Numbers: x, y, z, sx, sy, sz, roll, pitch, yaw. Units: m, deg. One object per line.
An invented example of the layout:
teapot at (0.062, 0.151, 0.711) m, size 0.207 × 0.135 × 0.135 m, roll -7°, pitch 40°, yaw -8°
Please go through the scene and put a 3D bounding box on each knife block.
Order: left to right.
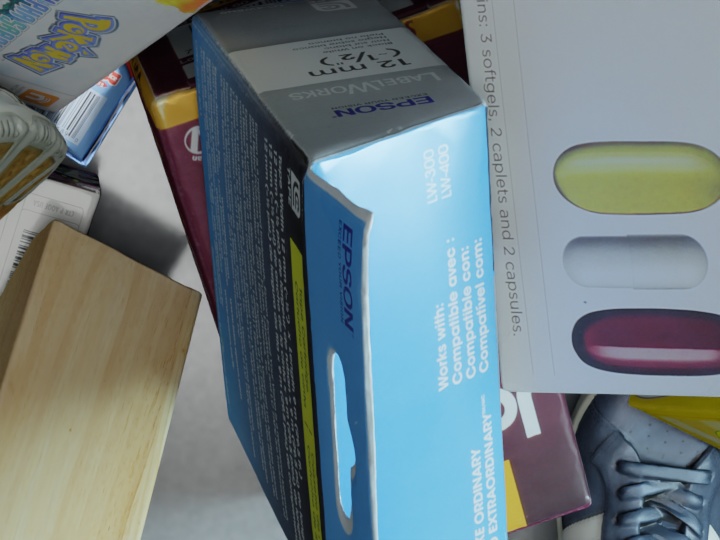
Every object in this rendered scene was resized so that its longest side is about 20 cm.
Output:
knife block at (-0.113, 0.101, 0.803) m, size 0.064 × 0.176 × 0.200 m, roll 27°, pitch 97°, yaw -21°

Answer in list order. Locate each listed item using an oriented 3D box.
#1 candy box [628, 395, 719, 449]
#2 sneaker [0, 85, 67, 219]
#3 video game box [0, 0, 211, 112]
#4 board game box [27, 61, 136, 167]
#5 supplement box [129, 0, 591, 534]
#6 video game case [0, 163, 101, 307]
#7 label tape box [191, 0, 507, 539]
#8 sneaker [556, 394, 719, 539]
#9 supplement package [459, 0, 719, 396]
candy box at (0.205, 0.078, 0.888) m, size 0.200 × 0.102 × 0.026 m, roll 26°, pitch 79°, yaw -24°
sneaker at (-0.164, -0.055, 0.765) m, size 0.076 × 0.200 × 0.088 m, roll -41°, pitch 76°, yaw 12°
video game box at (-0.132, -0.118, 0.721) m, size 0.182 × 0.200 × 0.047 m, roll 16°, pitch 70°, yaw -25°
board game box at (-0.107, -0.161, 0.847) m, size 0.151 × 0.037 × 0.200 m, roll 32°, pitch 99°, yaw -14°
supplement box at (0.000, 0.000, 0.857) m, size 0.110 × 0.086 × 0.201 m, roll -19°, pitch 114°, yaw -5°
video game case at (-0.209, 0.034, 0.883) m, size 0.181 × 0.036 × 0.201 m, roll 16°, pitch 101°, yaw -10°
label tape box at (0.003, 0.013, 0.706) m, size 0.066 × 0.200 × 0.144 m, roll -9°, pitch 112°, yaw -14°
sneaker at (0.109, 0.128, 0.917) m, size 0.075 × 0.085 × 0.201 m, roll 5°, pitch 103°, yaw -8°
supplement package at (0.112, -0.079, 0.713) m, size 0.111 × 0.156 × 0.201 m, roll 0°, pitch 105°, yaw 30°
